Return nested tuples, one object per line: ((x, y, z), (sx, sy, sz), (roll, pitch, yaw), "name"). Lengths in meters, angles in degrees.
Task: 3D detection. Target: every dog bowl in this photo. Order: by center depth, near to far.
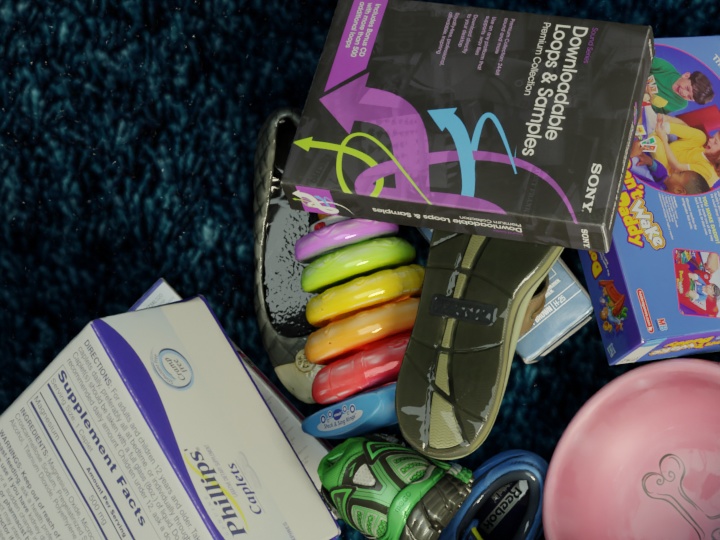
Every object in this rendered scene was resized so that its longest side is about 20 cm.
((0.199, 0.142, 1.082), (0.200, 0.074, 0.201), (-19, 56, 31), "dog bowl")

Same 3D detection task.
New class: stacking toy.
((0.000, 0.000, 1.134), (0.116, 0.110, 0.201), (-24, 81, 49), "stacking toy")

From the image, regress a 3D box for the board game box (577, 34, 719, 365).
((0.197, -0.048, 1.108), (0.134, 0.045, 0.201), (-5, 70, -22), "board game box")

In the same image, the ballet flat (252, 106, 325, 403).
((-0.046, -0.010, 1.185), (0.066, 0.057, 0.201), (-8, 85, 8), "ballet flat")

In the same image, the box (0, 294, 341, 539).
((-0.141, 0.149, 1.110), (0.200, 0.105, 0.184), (-43, 72, 36), "box")

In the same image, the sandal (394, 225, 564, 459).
((0.075, 0.017, 1.064), (0.080, 0.057, 0.201), (20, 82, 23), "sandal")

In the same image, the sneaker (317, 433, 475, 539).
((0.020, 0.132, 1.095), (0.085, 0.200, 0.078), (37, 82, 7), "sneaker")

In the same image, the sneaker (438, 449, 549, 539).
((0.059, 0.202, 1.147), (0.066, 0.078, 0.200), (34, 93, 7), "sneaker")

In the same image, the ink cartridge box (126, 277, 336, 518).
((-0.096, 0.108, 1.196), (0.095, 0.037, 0.200), (-45, 84, 4), "ink cartridge box")

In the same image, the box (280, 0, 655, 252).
((0.066, -0.092, 1.062), (0.199, 0.036, 0.143), (9, 64, 15), "box")

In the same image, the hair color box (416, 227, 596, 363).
((0.071, -0.035, 1.149), (0.060, 0.100, 0.200), (-39, 82, 5), "hair color box")
